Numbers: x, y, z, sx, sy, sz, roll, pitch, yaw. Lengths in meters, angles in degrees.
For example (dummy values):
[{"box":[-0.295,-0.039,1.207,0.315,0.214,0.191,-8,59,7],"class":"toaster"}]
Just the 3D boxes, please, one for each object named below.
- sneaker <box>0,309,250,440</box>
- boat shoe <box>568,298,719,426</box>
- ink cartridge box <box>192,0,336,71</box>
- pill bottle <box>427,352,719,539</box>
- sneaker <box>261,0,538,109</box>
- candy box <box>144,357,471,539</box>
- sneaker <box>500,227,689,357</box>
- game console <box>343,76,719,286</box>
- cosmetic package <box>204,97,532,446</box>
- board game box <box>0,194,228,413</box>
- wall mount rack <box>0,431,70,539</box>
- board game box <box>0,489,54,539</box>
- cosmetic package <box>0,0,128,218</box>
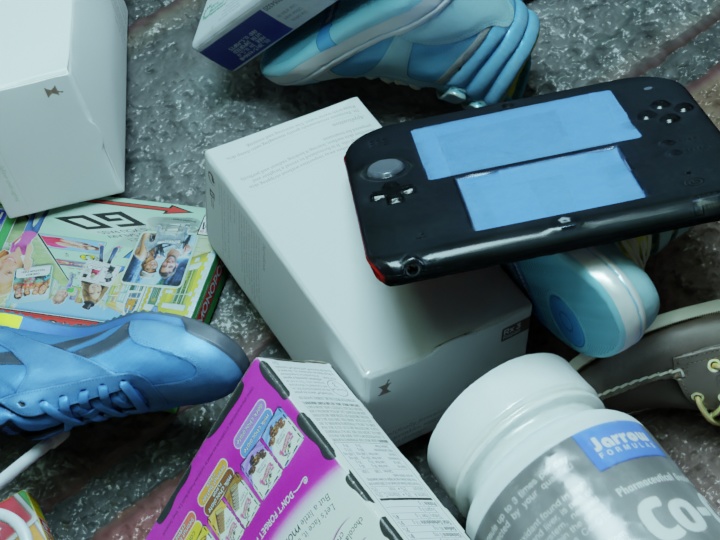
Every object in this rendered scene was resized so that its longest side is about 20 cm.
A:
[{"box":[-0.159,0.069,0.958,0.199,0.066,0.079,0,47,22],"class":"sneaker"},{"box":[0.205,0.048,0.910,0.199,0.072,0.060,-20,68,9],"class":"boat shoe"},{"box":[-0.022,-0.247,1.066,0.196,0.043,0.201,-24,45,54],"class":"ink cartridge box"},{"box":[0.124,0.143,0.840,0.113,0.114,0.200,-32,55,-8],"class":"pill bottle"},{"box":[0.031,-0.136,1.077,0.200,0.130,0.080,-13,51,53],"class":"sneaker"},{"box":[-0.015,0.160,0.859,0.200,0.061,0.137,50,118,35],"class":"candy box"},{"box":[0.145,-0.024,0.930,0.130,0.080,0.200,-26,20,-9],"class":"sneaker"},{"box":[0.094,-0.053,0.897,0.199,0.031,0.177,-12,22,0],"class":"game console"},{"box":[0.000,0.000,0.978,0.112,0.081,0.200,-20,53,-20],"class":"cosmetic package"},{"box":[-0.188,0.013,1.068,0.199,0.029,0.135,7,58,19],"class":"board game box"},{"box":[-0.254,0.145,0.943,0.199,0.075,0.175,2,57,17],"class":"wall mount rack"},{"box":[-0.260,0.214,0.954,0.199,0.030,0.096,-31,53,-4],"class":"board game box"},{"box":[-0.208,-0.145,1.115,0.084,0.108,0.201,-12,43,6],"class":"cosmetic package"}]
